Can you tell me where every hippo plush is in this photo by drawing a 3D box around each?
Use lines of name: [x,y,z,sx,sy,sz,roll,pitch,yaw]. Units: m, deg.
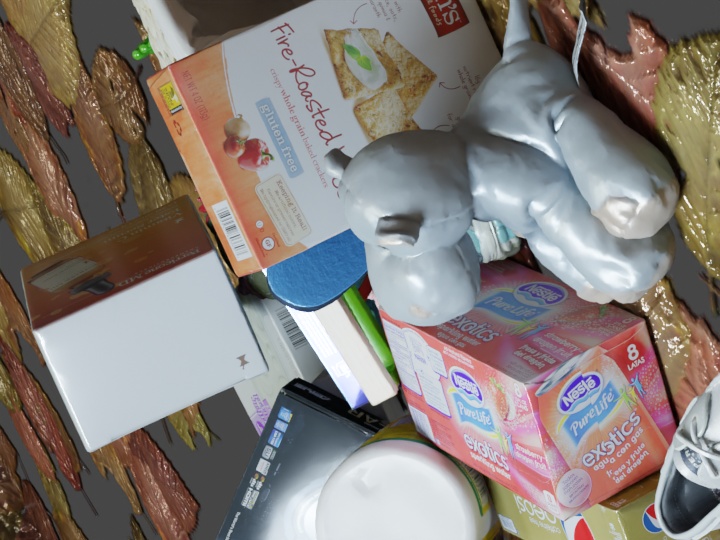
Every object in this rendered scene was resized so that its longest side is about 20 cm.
hippo plush: [0.077,-0.041,1.463,0.159,0.161,0.200,42,152,48]

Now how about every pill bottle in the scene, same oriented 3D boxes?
pill bottle: [0.043,0.159,1.791,0.113,0.113,0.200,64,-166,0]

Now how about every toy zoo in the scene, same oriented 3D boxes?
toy zoo: [0.000,0.000,1.779,0.131,0.020,0.200,59,-161,-11]

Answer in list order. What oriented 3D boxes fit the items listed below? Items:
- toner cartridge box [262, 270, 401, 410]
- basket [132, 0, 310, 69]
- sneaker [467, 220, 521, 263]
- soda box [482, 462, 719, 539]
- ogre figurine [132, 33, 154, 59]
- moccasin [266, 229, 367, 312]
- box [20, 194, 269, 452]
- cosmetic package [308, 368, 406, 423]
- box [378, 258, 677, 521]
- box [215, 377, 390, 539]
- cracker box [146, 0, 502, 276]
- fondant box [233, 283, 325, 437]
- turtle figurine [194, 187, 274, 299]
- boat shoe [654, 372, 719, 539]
toner cartridge box: [-0.033,-0.009,1.807,0.200,0.043,0.095,58,-161,-14]
basket: [-0.078,-0.182,1.692,0.123,0.135,0.200,84,163,-51]
sneaker: [0.021,-0.049,1.715,0.200,0.086,0.078,32,144,57]
soda box: [0.153,0.147,1.653,0.200,0.068,0.064,18,131,65]
ogre figurine: [-0.156,-0.225,1.945,0.120,0.098,0.200,61,-160,2]
moccasin: [0.007,-0.058,1.629,0.080,0.200,0.068,33,168,-1]
box: [-0.170,0.037,1.988,0.200,0.152,0.106,-128,15,-73]
cosmetic package: [0.027,0.163,1.991,0.200,0.051,0.083,64,-169,-2]
box: [0.105,0.068,1.635,0.200,0.095,0.103,25,138,61]
box: [-0.022,0.205,1.943,0.160,0.200,0.044,27,-165,9]
cracker box: [-0.010,-0.098,1.556,0.134,0.200,0.058,65,160,-4]
fondant box: [-0.057,0.077,2.135,0.144,0.058,0.200,62,162,6]
turtle figurine: [-0.054,-0.017,1.952,0.200,0.101,0.150,42,157,31]
boat shoe: [0.206,0.096,1.443,0.072,0.068,0.200,58,161,16]
